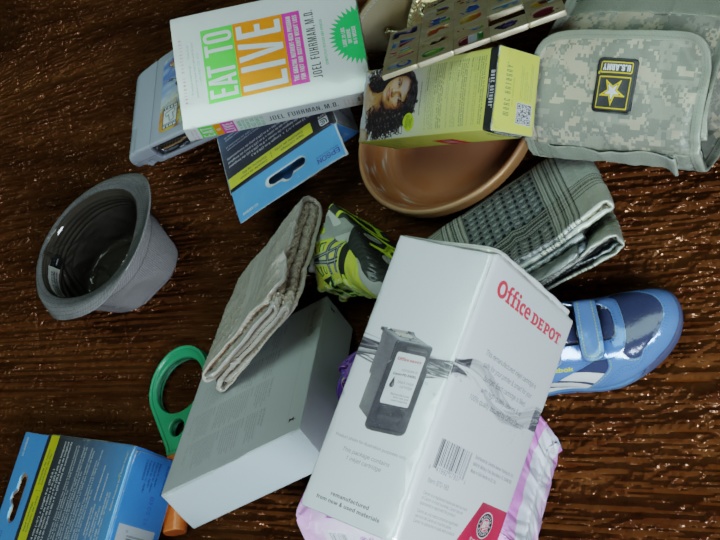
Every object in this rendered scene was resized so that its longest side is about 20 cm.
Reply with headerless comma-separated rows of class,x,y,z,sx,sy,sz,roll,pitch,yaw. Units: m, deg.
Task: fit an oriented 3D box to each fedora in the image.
fedora,-0.277,-0.014,1.205,0.199,0.090,0.178,-18,54,33

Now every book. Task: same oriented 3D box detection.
book,-0.092,-0.217,1.110,0.199,0.048,0.134,-12,68,5

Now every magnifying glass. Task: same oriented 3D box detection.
magnifying glass,-0.185,0.171,1.089,0.079,0.022,0.201,-19,54,26

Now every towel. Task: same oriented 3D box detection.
towel,0.128,-0.027,0.918,0.192,0.035,0.200,-31,23,17
towel,-0.094,0.018,1.026,0.133,0.034,0.200,-48,16,26

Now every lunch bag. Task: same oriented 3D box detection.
lunch bag,0.245,-0.174,0.905,0.163,0.118,0.201,11,61,38

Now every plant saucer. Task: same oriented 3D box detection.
plant saucer,0.090,-0.138,1.057,0.199,0.037,0.201,-18,55,27

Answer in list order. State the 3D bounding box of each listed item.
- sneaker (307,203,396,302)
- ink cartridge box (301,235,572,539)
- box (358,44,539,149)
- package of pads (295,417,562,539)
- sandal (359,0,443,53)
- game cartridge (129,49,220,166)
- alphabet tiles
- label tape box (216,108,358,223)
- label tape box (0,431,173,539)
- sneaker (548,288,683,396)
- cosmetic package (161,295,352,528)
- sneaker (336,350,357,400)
sneaker,0.000,0.000,1.001,0.077,0.075,0.200,-60,18,7
ink cartridge box,0.060,0.094,0.748,0.083,0.145,0.201,13,76,37
box,0.075,-0.153,0.968,0.200,0.050,0.076,2,86,55
package of pads,0.056,0.180,0.868,0.199,0.076,0.121,-4,44,32
sandal,0.087,-0.274,1.108,0.211,0.078,0.070,-26,47,14
game cartridge,-0.181,-0.207,1.202,0.199,0.041,0.134,-19,61,29
alphabet tiles,0.104,-0.238,0.989,0.166,0.008,0.200,-18,25,14
label tape box,-0.081,-0.150,1.165,0.143,0.066,0.201,-32,53,18
label tape box,-0.285,0.247,1.078,0.199,0.063,0.145,-2,67,42
sneaker,0.164,0.059,0.870,0.199,0.082,0.074,-21,53,22
cosmetic package,-0.089,0.124,0.970,0.150,0.052,0.200,-30,24,22
sneaker,0.018,0.096,0.886,0.083,0.200,0.081,-21,85,2
